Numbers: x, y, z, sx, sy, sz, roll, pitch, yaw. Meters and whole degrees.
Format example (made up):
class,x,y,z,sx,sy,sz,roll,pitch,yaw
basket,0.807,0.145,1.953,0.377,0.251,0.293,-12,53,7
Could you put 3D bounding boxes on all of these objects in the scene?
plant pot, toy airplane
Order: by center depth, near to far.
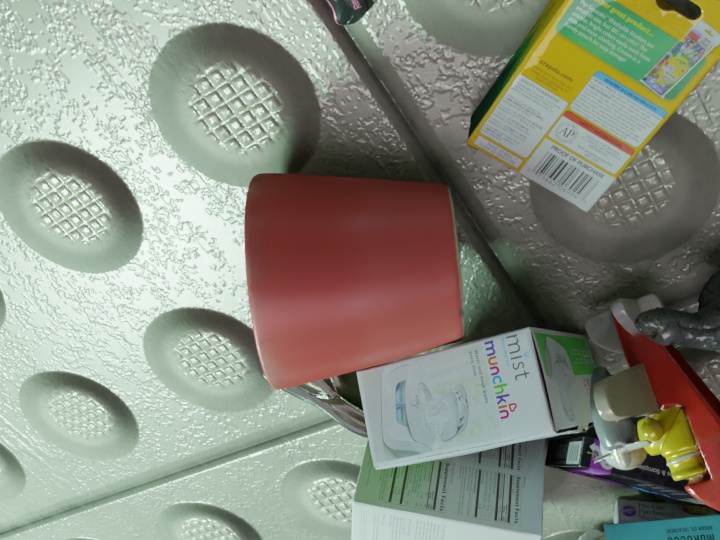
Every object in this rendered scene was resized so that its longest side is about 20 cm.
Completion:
class,x,y,z,sx,sy,sz,roll,pitch,yaw
plant pot,0.000,0.000,0.773,0.176,0.201,0.202,-6,127,4
toy airplane,0.270,0.122,0.788,0.199,0.200,0.141,35,115,-14

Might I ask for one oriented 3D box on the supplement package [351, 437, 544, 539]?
class,x,y,z,sx,sy,sz,roll,pitch,yaw
supplement package,0.099,0.269,0.973,0.198,0.151,0.153,8,128,8

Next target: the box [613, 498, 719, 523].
class,x,y,z,sx,sy,sz,roll,pitch,yaw
box,0.402,0.305,1.001,0.198,0.042,0.039,3,128,12

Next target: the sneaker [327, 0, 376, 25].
class,x,y,z,sx,sy,sz,roll,pitch,yaw
sneaker,-0.061,-0.262,0.653,0.199,0.079,0.095,33,139,-11

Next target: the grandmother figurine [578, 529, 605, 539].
class,x,y,z,sx,sy,sz,roll,pitch,yaw
grandmother figurine,0.355,0.357,1.010,0.199,0.121,0.061,10,108,30

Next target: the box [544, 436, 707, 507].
class,x,y,z,sx,sy,sz,roll,pitch,yaw
box,0.311,0.218,0.907,0.198,0.036,0.143,13,167,1

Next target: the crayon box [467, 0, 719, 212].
class,x,y,z,sx,sy,sz,roll,pitch,yaw
crayon box,0.191,-0.157,0.682,0.125,0.052,0.200,28,129,-9

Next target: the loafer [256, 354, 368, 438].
class,x,y,z,sx,sy,sz,roll,pitch,yaw
loafer,-0.016,0.121,0.934,0.199,0.073,0.071,23,130,-6

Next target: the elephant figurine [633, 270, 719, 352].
class,x,y,z,sx,sy,sz,roll,pitch,yaw
elephant figurine,0.364,0.027,0.738,0.199,0.155,0.143,19,89,28

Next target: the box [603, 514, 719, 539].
class,x,y,z,sx,sy,sz,roll,pitch,yaw
box,0.377,0.306,0.936,0.198,0.050,0.082,-12,144,21

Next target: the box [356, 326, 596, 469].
class,x,y,z,sx,sy,sz,roll,pitch,yaw
box,0.123,0.125,0.820,0.175,0.098,0.200,-19,165,26
